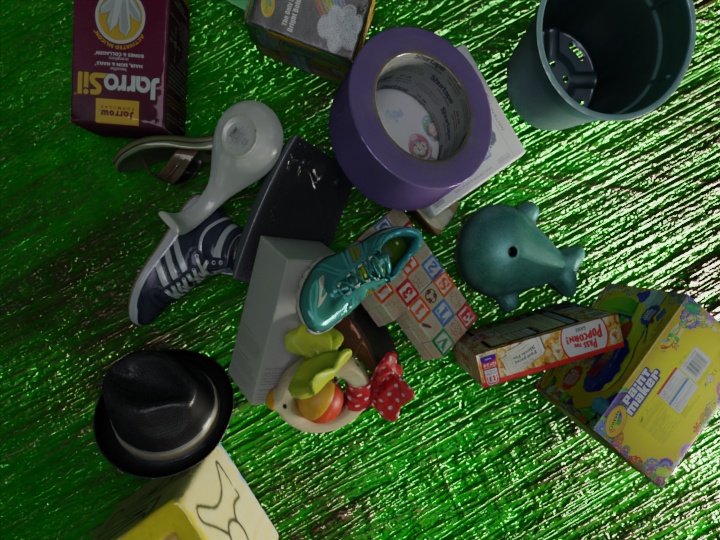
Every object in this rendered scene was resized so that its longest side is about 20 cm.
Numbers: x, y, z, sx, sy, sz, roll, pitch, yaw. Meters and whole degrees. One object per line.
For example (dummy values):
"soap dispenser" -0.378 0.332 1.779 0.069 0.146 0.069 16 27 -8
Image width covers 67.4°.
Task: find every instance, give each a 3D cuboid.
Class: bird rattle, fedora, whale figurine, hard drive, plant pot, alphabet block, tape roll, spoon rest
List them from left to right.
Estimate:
"fedora" -0.271 0.170 0.720 0.192 0.093 0.207 -1 54 2
"alphabet block" -0.240 0.388 0.720 0.193 0.200 0.199 -35 94 -1
"spoon rest" -0.181 -0.134 0.714 0.099 0.061 0.201 42 92 7
"hard drive" -0.095 -0.070 0.754 0.133 0.042 0.206 22 94 -44
"bird rattle" -0.034 0.149 0.710 0.162 0.115 0.198 -40 133 18
"tape roll" 0.062 -0.187 0.678 0.192 0.085 0.209 5 78 -21
"whale figurine" 0.235 -0.019 0.776 0.192 0.104 0.166 15 91 -4
"plant pot" 0.293 -0.282 0.721 0.191 0.196 0.210 0 92 -3

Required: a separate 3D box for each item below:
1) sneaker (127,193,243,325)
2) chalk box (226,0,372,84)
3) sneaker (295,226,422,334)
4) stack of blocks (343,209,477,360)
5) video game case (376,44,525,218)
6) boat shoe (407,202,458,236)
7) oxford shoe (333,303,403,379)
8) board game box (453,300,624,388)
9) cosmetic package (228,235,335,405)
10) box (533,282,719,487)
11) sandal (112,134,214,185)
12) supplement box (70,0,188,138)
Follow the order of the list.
"sneaker" -0.238 0.006 0.759 0.106 0.070 0.204 30 88 9
"chalk box" -0.083 -0.357 0.735 0.193 0.124 0.129 20 93 -3
"sneaker" 0.000 0.000 0.659 0.199 0.079 0.079 -40 105 -31
"stack of blocks" 0.064 0.028 0.771 0.114 0.058 0.202 -39 95 -25
"video game case" 0.123 -0.201 0.763 0.197 0.024 0.186 -33 92 -24
"boat shoe" 0.066 -0.146 0.781 0.069 0.074 0.201 -43 102 -5
"oxford shoe" -0.004 0.098 0.798 0.070 0.071 0.204 -30 96 28
"board game box" 0.237 0.098 0.758 0.192 0.152 0.048 -16 93 -1
"cosmetic package" -0.098 0.067 0.728 0.105 0.084 0.207 5 109 -41
"box" 0.375 0.143 0.747 0.121 0.193 0.203 37 90 -4
"sandal" -0.248 -0.151 0.754 0.192 0.080 0.060 -4 88 -4
"supplement box" -0.309 -0.291 0.734 0.125 0.103 0.209 2 93 -4
